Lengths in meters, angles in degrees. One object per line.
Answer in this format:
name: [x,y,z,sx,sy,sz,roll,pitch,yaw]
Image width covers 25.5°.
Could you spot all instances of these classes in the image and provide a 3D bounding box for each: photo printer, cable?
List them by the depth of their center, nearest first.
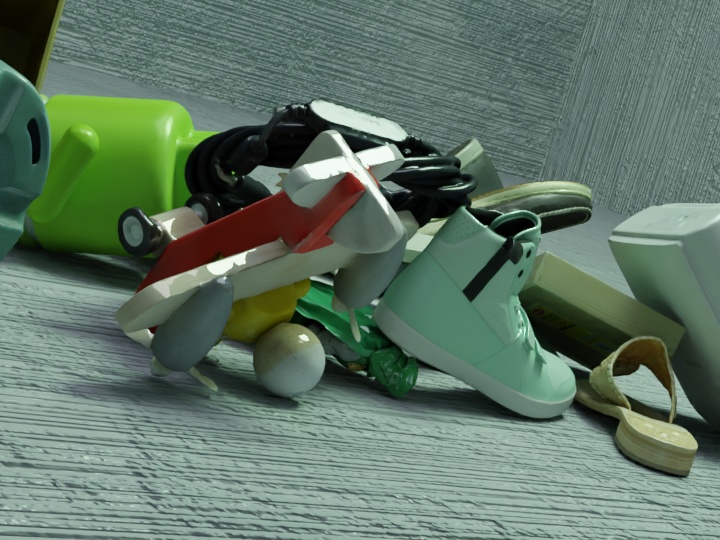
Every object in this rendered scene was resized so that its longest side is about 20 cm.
cable: [-0.016,-0.052,1.073,0.198,0.051,0.163,11,-28,-32]
photo printer: [0.283,0.047,1.240,0.069,0.201,0.166,-30,9,-9]

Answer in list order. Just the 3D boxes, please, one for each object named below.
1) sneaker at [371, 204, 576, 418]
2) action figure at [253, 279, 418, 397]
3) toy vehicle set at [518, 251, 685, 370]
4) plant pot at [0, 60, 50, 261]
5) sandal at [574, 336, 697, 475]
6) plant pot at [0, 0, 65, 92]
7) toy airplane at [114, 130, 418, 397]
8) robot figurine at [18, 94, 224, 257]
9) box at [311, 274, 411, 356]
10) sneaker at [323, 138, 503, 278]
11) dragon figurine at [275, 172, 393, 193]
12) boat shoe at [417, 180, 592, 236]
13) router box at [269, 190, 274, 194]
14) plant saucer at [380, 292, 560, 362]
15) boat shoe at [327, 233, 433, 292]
sneaker: [0.111,0.027,1.103,0.200,0.119,0.074,27,15,-43]
action figure: [-0.039,0.030,1.101,0.199,0.055,0.118,30,12,31]
toy vehicle set: [0.173,0.038,1.293,0.123,0.027,0.200,29,-10,-5]
plant pot: [-0.301,-0.088,0.934,0.195,0.202,0.200,29,13,25]
sandal: [0.212,0.085,1.172,0.077,0.070,0.212,17,9,-6]
plant pot: [-0.365,-0.169,1.359,0.198,0.202,0.176,15,-4,-7]
toy airplane: [-0.047,0.004,0.956,0.198,0.143,0.199,-18,-1,-6]
robot figurine: [-0.195,-0.071,1.182,0.197,0.117,0.176,4,15,6]
box: [-0.045,0.020,1.209,0.198,0.039,0.041,21,10,27]
sneaker: [0.058,-0.015,1.365,0.107,0.200,0.075,52,-17,-6]
dragon figurine: [-0.001,-0.079,1.299,0.199,0.060,0.099,-4,-10,42]
boat shoe: [0.100,-0.025,1.298,0.198,0.066,0.073,-12,-18,-11]
router box: [-0.137,-0.060,1.350,0.178,0.049,0.200,22,-6,32]
plant saucer: [0.083,0.047,1.288,0.199,0.039,0.201,16,9,-3]
boat shoe: [0.000,0.000,1.227,0.198,0.063,0.073,10,15,31]
